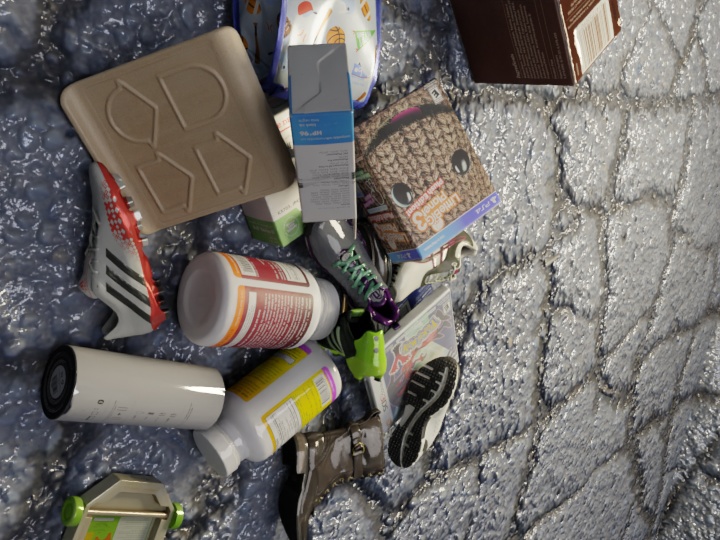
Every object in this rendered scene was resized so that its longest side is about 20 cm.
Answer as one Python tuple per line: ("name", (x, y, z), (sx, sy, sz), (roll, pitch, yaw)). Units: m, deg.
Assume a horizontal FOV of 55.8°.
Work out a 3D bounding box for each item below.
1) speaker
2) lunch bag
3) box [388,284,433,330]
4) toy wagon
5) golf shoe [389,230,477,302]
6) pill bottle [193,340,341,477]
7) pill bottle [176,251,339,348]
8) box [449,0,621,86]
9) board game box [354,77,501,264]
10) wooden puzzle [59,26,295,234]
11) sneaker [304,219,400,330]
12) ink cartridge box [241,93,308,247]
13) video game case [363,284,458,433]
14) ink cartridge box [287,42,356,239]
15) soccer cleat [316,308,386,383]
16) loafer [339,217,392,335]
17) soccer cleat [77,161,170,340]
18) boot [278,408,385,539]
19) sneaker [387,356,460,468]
("speaker", (-0.257, 0.141, 0.792), (0.199, 0.081, 0.082), (18, 89, -47))
("lunch bag", (-0.064, -0.303, 0.819), (0.168, 0.123, 0.204), (-4, 90, -44))
("box", (0.097, 0.113, 1.182), (0.121, 0.032, 0.202), (-44, 130, -28))
("toy wagon", (-0.310, 0.351, 0.832), (0.154, 0.039, 0.203), (25, 84, -46))
("golf shoe", (0.115, -0.011, 1.100), (0.200, 0.088, 0.078), (-46, 164, -31))
("pill bottle", (-0.126, 0.185, 0.924), (0.199, 0.103, 0.106), (-35, 125, -33))
("pill bottle", (-0.124, 0.043, 0.876), (0.198, 0.112, 0.115), (10, 95, -46))
("box", (0.281, -0.413, 1.092), (0.166, 0.198, 0.165), (-48, 131, -24))
("board game box", (0.076, -0.138, 0.969), (0.159, 0.097, 0.202), (-35, 101, -20))
("wooden puzzle", (-0.192, -0.149, 0.745), (0.197, 0.047, 0.187), (-18, 124, 7))
("sneaker", (0.000, 0.000, 0.920), (0.074, 0.087, 0.201), (-45, 133, -10))
("ink cartridge box", (-0.108, -0.148, 0.867), (0.117, 0.067, 0.202), (-38, 127, -32))
("video game case", (0.087, 0.148, 1.127), (0.199, 0.023, 0.184), (-39, 136, -26))
("ink cartridge box", (-0.041, -0.137, 0.774), (0.201, 0.067, 0.117), (88, -3, -53))
("soccer cleat", (-0.014, 0.086, 0.943), (0.067, 0.200, 0.082), (-1, 103, -24))
("loafer", (0.002, 0.022, 1.031), (0.072, 0.072, 0.203), (-18, 114, -37))
("soccer cleat", (-0.272, -0.015, 0.740), (0.084, 0.069, 0.203), (-20, 119, -19))
("boot", (-0.035, 0.324, 1.059), (0.172, 0.069, 0.203), (-1, 101, -31))
("sneaker", (0.110, 0.232, 1.145), (0.080, 0.073, 0.202), (5, 114, -63))
